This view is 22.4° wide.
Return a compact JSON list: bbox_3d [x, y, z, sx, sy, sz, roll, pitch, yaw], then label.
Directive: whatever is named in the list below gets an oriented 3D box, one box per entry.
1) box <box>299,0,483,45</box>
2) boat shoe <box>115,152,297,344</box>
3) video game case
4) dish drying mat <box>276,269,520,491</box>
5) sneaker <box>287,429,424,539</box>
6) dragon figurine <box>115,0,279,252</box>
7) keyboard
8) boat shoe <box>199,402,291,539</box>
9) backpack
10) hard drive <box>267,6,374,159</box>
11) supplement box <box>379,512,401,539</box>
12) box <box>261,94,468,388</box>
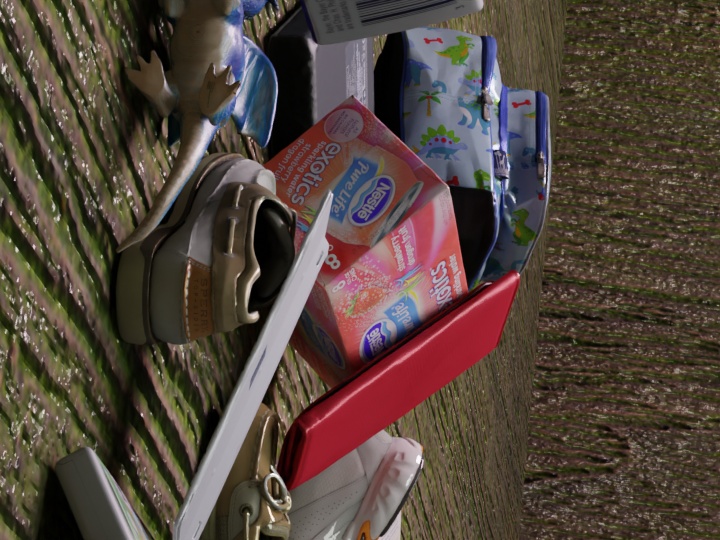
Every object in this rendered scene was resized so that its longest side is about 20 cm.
[{"bbox_3d":[-0.007,-0.261,0.990,0.184,0.104,0.202,70,10,-65],"label":"box"},{"bbox_3d":[-0.067,-0.009,0.957,0.200,0.068,0.076,-63,154,-65],"label":"boat shoe"},{"bbox_3d":[-0.072,0.199,0.832,0.201,0.022,0.183,60,-7,29],"label":"video game case"},{"bbox_3d":[0.025,0.068,1.138,0.199,0.018,0.077,-34,151,-35],"label":"dish drying mat"},{"bbox_3d":[-0.044,0.176,1.152,0.201,0.091,0.076,-59,-178,-23],"label":"sneaker"},{"bbox_3d":[-0.075,-0.096,0.915,0.099,0.058,0.202,57,36,-71],"label":"dragon figurine"},{"bbox_3d":[-0.054,0.051,0.916,0.056,0.011,0.201,93,18,-59],"label":"keyboard"},{"bbox_3d":[-0.062,0.173,1.046,0.073,0.062,0.203,67,28,-67],"label":"boat shoe"},{"bbox_3d":[0.073,-0.084,1.438,0.184,0.145,0.202,106,-15,-61],"label":"backpack"},{"bbox_3d":[-0.024,-0.117,1.252,0.200,0.032,0.141,-62,153,-66],"label":"hard drive"},{"bbox_3d":[-0.018,0.257,1.273,0.126,0.073,0.203,-27,119,-78],"label":"supplement box"},{"bbox_3d":[0.000,0.000,1.147,0.102,0.095,0.201,-38,152,-13],"label":"box"}]
